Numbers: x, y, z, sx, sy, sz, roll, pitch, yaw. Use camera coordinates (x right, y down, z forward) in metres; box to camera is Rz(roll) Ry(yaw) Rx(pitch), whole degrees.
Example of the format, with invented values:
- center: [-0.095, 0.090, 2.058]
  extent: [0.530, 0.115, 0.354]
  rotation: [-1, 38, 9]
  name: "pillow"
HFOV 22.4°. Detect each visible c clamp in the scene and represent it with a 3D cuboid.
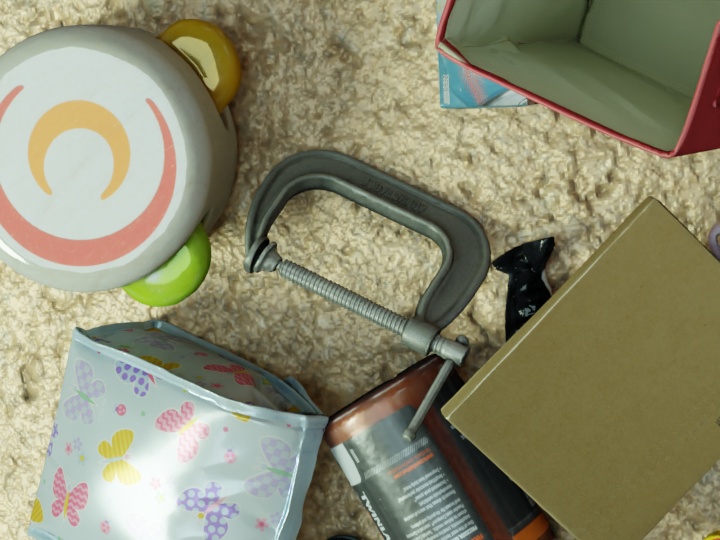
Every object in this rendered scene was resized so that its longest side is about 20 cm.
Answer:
- center: [0.000, 0.000, 1.249]
  extent: [0.200, 0.027, 0.171]
  rotation: [31, 63, 16]
  name: "c clamp"

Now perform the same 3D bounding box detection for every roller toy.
- center: [-0.183, -0.084, 1.289]
  extent: [0.182, 0.140, 0.201]
  rotation: [8, 98, 6]
  name: "roller toy"

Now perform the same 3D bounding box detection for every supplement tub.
- center: [0.064, 0.166, 1.262]
  extent: [0.107, 0.107, 0.200]
  rotation: [-32, 87, 19]
  name: "supplement tub"

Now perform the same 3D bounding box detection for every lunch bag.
- center: [-0.121, 0.146, 1.302]
  extent: [0.200, 0.127, 0.170]
  rotation: [21, 103, 33]
  name: "lunch bag"

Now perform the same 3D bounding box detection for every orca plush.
- center: [0.146, 0.076, 1.241]
  extent: [0.105, 0.071, 0.201]
  rotation: [-11, 94, 19]
  name: "orca plush"

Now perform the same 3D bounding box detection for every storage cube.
- center: [0.182, -0.181, 1.095]
  extent: [0.200, 0.180, 0.172]
  rotation: [28, 113, 29]
  name: "storage cube"

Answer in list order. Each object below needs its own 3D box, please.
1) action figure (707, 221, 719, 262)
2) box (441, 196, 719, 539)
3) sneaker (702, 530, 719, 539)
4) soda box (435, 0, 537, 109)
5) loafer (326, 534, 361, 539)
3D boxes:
- center: [0.342, -0.056, 1.162]
  extent: [0.134, 0.149, 0.200]
  rotation: [32, 88, -19]
  name: "action figure"
- center: [0.178, 0.075, 1.203]
  extent: [0.163, 0.021, 0.200]
  rotation: [43, 94, -13]
  name: "box"
- center: [0.305, 0.247, 1.216]
  extent: [0.200, 0.073, 0.077]
  rotation: [33, 97, 8]
  name: "sneaker"
- center: [0.087, -0.210, 1.218]
  extent: [0.063, 0.068, 0.201]
  rotation: [-1, 97, 19]
  name: "soda box"
- center: [-0.031, 0.295, 1.334]
  extent: [0.072, 0.063, 0.201]
  rotation: [16, 103, 15]
  name: "loafer"
